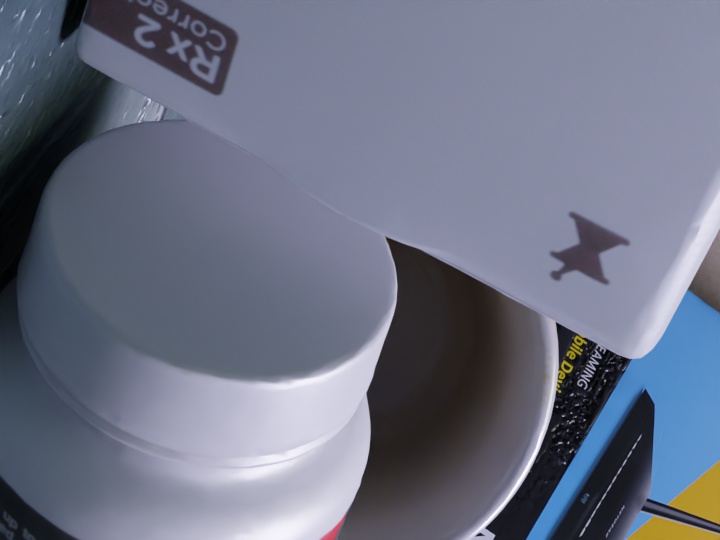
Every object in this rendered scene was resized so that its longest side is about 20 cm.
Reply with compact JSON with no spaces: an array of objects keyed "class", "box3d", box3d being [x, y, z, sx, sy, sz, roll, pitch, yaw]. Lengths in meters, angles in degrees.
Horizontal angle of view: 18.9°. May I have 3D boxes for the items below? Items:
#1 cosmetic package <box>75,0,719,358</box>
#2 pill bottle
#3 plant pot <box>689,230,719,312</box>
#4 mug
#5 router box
[{"class":"cosmetic package","box3d":[0.057,-0.123,0.547,0.200,0.164,0.166,-55,170,-47]},{"class":"pill bottle","box3d":[-0.063,0.065,0.614,0.114,0.113,0.201,-53,169,-49]},{"class":"plant pot","box3d":[0.090,-0.032,0.964,0.200,0.198,0.178,-76,176,-66]},{"class":"mug","box3d":[0.004,0.009,0.788,0.187,0.149,0.153,-55,-179,5]},{"class":"router box","box3d":[0.098,0.109,0.826,0.201,0.149,0.051,-60,-168,-23]}]
